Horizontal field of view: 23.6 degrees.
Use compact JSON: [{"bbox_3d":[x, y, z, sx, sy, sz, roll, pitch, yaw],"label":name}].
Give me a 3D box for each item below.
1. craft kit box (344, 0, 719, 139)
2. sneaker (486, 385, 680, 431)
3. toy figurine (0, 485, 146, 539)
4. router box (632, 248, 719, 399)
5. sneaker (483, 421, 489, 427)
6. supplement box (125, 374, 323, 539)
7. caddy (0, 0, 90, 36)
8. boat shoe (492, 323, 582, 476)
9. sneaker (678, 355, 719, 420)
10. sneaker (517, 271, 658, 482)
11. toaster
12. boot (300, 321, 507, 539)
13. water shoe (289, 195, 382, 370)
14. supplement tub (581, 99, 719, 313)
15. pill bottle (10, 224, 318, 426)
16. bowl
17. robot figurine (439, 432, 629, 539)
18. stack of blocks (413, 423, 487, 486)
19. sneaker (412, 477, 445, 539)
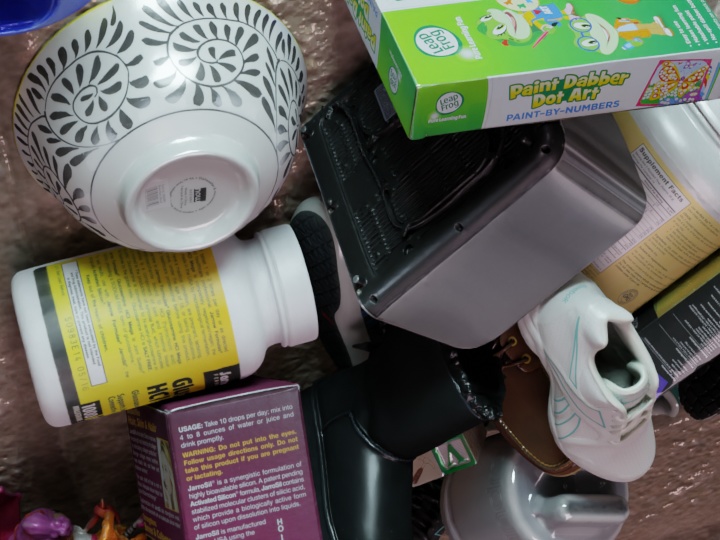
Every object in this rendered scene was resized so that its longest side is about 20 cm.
[{"bbox_3d":[0.091,-0.169,1.021,0.196,0.201,0.049,-11,139,-14],"label":"craft kit box"},{"bbox_3d":[0.174,0.110,1.441,0.199,0.094,0.071,-14,139,-9],"label":"sneaker"},{"bbox_3d":[-0.222,0.228,1.359,0.183,0.151,0.200,18,150,-25],"label":"toy figurine"},{"bbox_3d":[0.265,-0.002,1.289,0.157,0.200,0.052,-39,99,19],"label":"router box"},{"bbox_3d":[0.010,0.137,1.431,0.200,0.078,0.085,-35,102,24],"label":"sneaker"},{"bbox_3d":[-0.095,0.184,1.247,0.103,0.131,0.201,-10,95,-20],"label":"supplement box"},{"bbox_3d":[-0.215,-0.209,0.912,0.141,0.105,0.200,-38,137,17],"label":"caddy"},{"bbox_3d":[0.102,0.064,1.273,0.072,0.201,0.067,-35,161,20],"label":"boat shoe"},{"bbox_3d":[0.348,0.055,1.478,0.087,0.076,0.201,-1,136,-31],"label":"sneaker"},{"bbox_3d":[0.168,0.085,1.178,0.070,0.080,0.201,-40,130,-15],"label":"sneaker"},{"bbox_3d":[0.074,-0.077,1.130,0.200,0.181,0.118,-41,137,23],"label":"toaster"},{"bbox_3d":[0.038,0.123,1.223,0.073,0.199,0.162,14,140,-44],"label":"boot"},{"bbox_3d":[0.000,0.000,1.279,0.079,0.072,0.200,-34,148,-17],"label":"water shoe"},{"bbox_3d":[0.192,-0.059,1.226,0.200,0.146,0.145,-39,137,19],"label":"supplement tub"},{"bbox_3d":[-0.135,0.032,1.205,0.199,0.113,0.113,-14,139,-8],"label":"pill bottle"},{"bbox_3d":[-0.118,-0.075,1.111,0.199,0.094,0.201,-13,138,-12],"label":"bowl"},{"bbox_3d":[0.135,0.180,1.367,0.112,0.171,0.200,8,162,-22],"label":"robot figurine"},{"bbox_3d":[-0.004,0.148,1.361,0.199,0.059,0.116,-23,104,19],"label":"stack of blocks"},{"bbox_3d":[0.037,0.205,1.450,0.075,0.200,0.079,42,104,-1],"label":"sneaker"}]
